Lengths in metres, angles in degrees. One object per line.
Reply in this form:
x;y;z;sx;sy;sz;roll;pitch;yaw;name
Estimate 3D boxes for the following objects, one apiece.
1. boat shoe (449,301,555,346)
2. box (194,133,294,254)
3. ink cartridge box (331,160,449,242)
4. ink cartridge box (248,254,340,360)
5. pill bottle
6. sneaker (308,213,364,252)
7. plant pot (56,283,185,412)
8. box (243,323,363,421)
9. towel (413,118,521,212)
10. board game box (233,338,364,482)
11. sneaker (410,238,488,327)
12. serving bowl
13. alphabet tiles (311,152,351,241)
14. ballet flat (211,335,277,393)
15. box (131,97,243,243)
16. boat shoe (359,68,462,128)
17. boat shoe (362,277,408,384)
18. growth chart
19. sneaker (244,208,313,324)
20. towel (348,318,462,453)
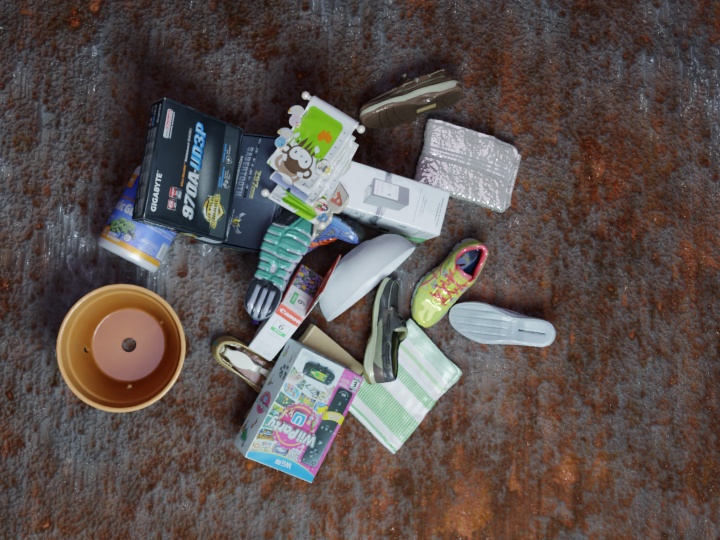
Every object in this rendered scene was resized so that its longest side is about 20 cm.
0.264;0.108;1.497;0.198;0.067;0.074;15;89;12;boat shoe
-0.193;-0.133;1.381;0.156;0.051;0.202;12;85;29;box
0.040;-0.121;1.422;0.198;0.146;0.085;16;84;-9;ink cartridge box
-0.112;0.053;1.345;0.050;0.200;0.109;32;39;-7;ink cartridge box
-0.353;-0.109;1.358;0.111;0.112;0.202;27;82;-9;pill bottle
-0.079;-0.066;1.401;0.198;0.075;0.080;11;95;32;sneaker
-0.390;0.125;1.324;0.197;0.140;0.203;0;88;-12;plant pot
-0.089;0.220;1.411;0.163;0.021;0.201;42;79;-30;box
0.205;-0.198;1.516;0.198;0.034;0.134;15;83;-10;towel
-0.103;0.238;1.357;0.147;0.064;0.202;30;87;-32;board game box
0.165;0.019;1.468;0.078;0.090;0.201;37;82;-9;sneaker
0.000;0.000;1.385;0.199;0.200;0.066;-39;86;-11;serving bowl
-0.104;-0.148;1.372;0.200;0.015;0.196;-43;59;17;alphabet tiles
-0.175;0.182;1.404;0.199;0.063;0.069;29;82;-9;ballet flat
-0.280;-0.160;1.311;0.158;0.046;0.203;17;76;-42;box
0.086;-0.326;1.489;0.200;0.075;0.076;-17;67;-11;boat shoe
0.054;0.109;1.424;0.065;0.072;0.203;1;62;21;boat shoe
-0.082;-0.186;1.317;0.143;0.018;0.202;23;85;9;growth chart
-0.141;-0.009;1.320;0.074;0.088;0.202;27;70;-3;sneaker
0.077;0.214;1.462;0.153;0.023;0.200;45;79;-15;towel
